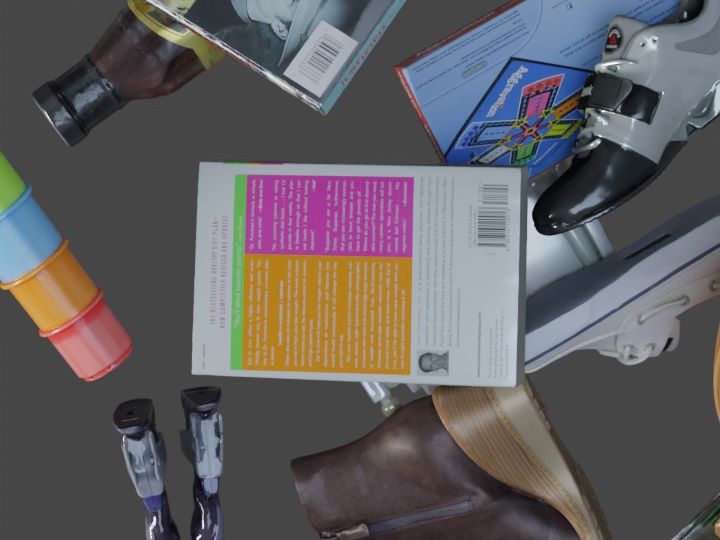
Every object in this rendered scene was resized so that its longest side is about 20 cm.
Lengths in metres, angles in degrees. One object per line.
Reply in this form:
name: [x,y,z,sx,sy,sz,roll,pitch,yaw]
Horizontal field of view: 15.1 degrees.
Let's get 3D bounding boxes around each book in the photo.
book: [0.000,0.000,1.649,0.200,0.048,0.134,2,95,13]

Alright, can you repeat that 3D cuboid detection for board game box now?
board game box: [0.129,-0.129,1.690,0.200,0.019,0.103,-30,103,-10]

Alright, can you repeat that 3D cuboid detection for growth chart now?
growth chart: [0.065,0.002,1.713,0.200,0.018,0.145,-26,103,-5]

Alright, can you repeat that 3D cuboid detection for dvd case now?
dvd case: [-0.062,-0.201,1.594,0.200,0.022,0.146,32,83,16]

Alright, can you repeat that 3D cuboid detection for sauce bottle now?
sauce bottle: [-0.106,-0.148,1.630,0.200,0.066,0.066,-38,104,-3]

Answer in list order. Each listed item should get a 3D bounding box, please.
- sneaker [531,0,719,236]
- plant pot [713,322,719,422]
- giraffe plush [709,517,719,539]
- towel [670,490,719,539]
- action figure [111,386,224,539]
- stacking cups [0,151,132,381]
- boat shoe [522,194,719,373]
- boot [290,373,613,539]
sneaker: [0.163,-0.106,1.658,0.200,0.074,0.089,-44,107,-16]
plant pot: [0.310,0.031,1.632,0.200,0.140,0.200,2,121,3]
giraffe plush: [0.298,0.205,1.712,0.173,0.200,0.162,-41,77,4]
towel: [0.289,0.189,1.785,0.153,0.023,0.200,43,90,-15]
action figure: [-0.108,0.176,1.689,0.130,0.069,0.200,-12,105,-13]
stacking cups: [-0.208,-0.020,1.637,0.061,0.061,0.200,-37,104,-2]
boat shoe: [0.173,0.025,1.698,0.200,0.071,0.070,-30,103,-17]
boot: [0.066,0.168,1.732,0.166,0.072,0.200,-25,109,10]
